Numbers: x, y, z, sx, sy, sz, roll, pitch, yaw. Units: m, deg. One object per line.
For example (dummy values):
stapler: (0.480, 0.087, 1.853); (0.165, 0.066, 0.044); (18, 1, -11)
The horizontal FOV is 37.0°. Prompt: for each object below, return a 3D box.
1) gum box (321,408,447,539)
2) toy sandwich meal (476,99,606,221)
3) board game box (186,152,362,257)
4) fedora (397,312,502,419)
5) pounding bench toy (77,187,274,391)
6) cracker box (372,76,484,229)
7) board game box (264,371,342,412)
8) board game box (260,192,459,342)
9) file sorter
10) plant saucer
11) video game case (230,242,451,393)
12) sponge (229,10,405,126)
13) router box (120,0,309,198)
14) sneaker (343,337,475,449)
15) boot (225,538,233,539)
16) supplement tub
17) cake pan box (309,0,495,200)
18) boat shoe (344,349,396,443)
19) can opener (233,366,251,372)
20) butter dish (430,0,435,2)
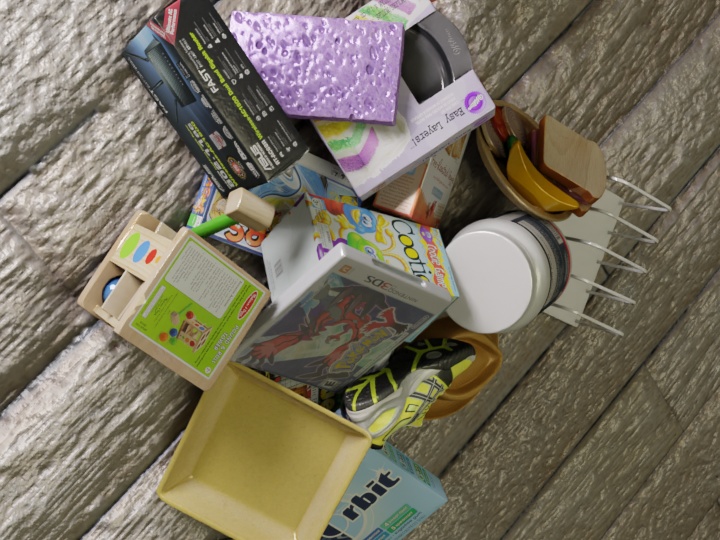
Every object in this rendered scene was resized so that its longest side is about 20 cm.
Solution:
gum box: (-0.016, 0.285, 1.359); (0.170, 0.045, 0.199); (-42, 124, 14)
toy sandwich meal: (0.236, -0.150, 1.402); (0.204, 0.070, 0.207); (28, 44, -30)
board game box: (-0.095, -0.080, 1.279); (0.198, 0.034, 0.137); (20, 89, -35)
fedora: (0.122, 0.116, 1.431); (0.198, 0.081, 0.204); (-8, 105, -32)
pounding bench toy: (-0.185, -0.004, 1.162); (0.124, 0.155, 0.201); (38, 81, -33)
cracker box: (0.088, -0.156, 1.328); (0.134, 0.057, 0.203); (19, 89, -71)
board game box: (-0.069, 0.148, 1.317); (0.104, 0.023, 0.203); (-19, 127, -29)
board game box: (0.000, 0.000, 1.251); (0.198, 0.106, 0.103); (13, 137, -36)
file sorter: (0.327, -0.024, 1.510); (0.138, 0.124, 0.203); (22, 88, -33)
plant saucer: (-0.111, 0.220, 1.263); (0.198, 0.049, 0.202); (28, 106, -1)
video game case: (-0.024, 0.061, 1.209); (0.181, 0.023, 0.200); (22, 128, -41)
sponge: (-0.053, -0.226, 1.206); (0.197, 0.030, 0.114); (5, 89, 5)
router box: (-0.155, -0.179, 1.123); (0.062, 0.149, 0.201); (-39, 103, -21)
sneaker: (0.063, 0.145, 1.320); (0.198, 0.075, 0.077); (-26, 114, -30)
boot: (-0.112, 0.380, 1.346); (0.197, 0.075, 0.109); (0, 95, -32)
supplement tub: (0.183, 0.000, 1.368); (0.200, 0.138, 0.143); (-19, 115, -65)
cake pan box: (0.034, -0.210, 1.239); (0.198, 0.052, 0.186); (-31, 88, 2)
boat shoe: (0.022, 0.172, 1.384); (0.070, 0.072, 0.203); (9, 106, -18)
can opener: (-0.084, 0.061, 1.301); (0.198, 0.053, 0.068); (-18, 127, -28)
butter dish: (0.126, -0.450, 1.253); (0.201, 0.146, 0.201); (-53, 127, -42)
